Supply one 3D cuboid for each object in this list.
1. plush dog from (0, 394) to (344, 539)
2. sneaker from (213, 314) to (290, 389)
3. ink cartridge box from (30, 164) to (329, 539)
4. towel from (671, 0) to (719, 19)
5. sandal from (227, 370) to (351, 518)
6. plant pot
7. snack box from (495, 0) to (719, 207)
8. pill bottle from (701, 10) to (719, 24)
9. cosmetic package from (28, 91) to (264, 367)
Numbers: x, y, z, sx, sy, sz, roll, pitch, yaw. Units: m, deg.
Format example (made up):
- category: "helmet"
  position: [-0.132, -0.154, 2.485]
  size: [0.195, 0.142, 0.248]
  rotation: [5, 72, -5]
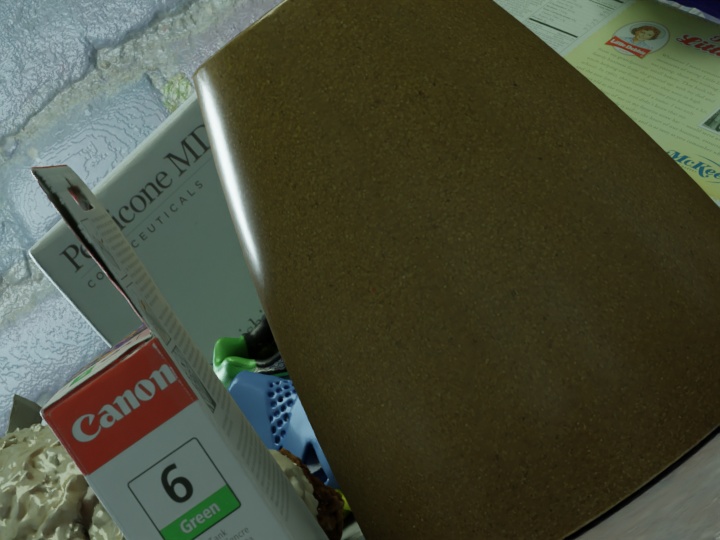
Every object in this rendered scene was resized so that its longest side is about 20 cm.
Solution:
- category: "plush dog"
  position: [-0.096, 0.115, 0.848]
  size: [0.170, 0.162, 0.200]
  rotation: [-7, 17, 26]
- category: "sneaker"
  position: [0.000, 0.000, 0.995]
  size: [0.201, 0.085, 0.078]
  rotation: [-55, 23, 13]
- category: "ink cartridge box"
  position: [-0.070, 0.058, 0.706]
  size: [0.050, 0.201, 0.109]
  rotation: [-34, 4, 0]
- category: "towel"
  position: [0.187, -0.129, 0.976]
  size: [0.144, 0.198, 0.023]
  rotation: [-93, 23, -82]
- category: "sandal"
  position: [-0.038, 0.085, 0.967]
  size: [0.199, 0.088, 0.079]
  rotation: [-32, 3, 21]
- category: "plant pot"
  position: [0.033, -0.016, 0.732]
  size: [0.186, 0.201, 0.186]
  rotation: [-34, 5, 3]
- category: "snack box"
  position: [0.125, -0.078, 0.929]
  size: [0.199, 0.037, 0.116]
  rotation: [27, 52, 35]
- category: "pill bottle"
  position: [0.280, -0.190, 1.134]
  size: [0.113, 0.114, 0.199]
  rotation: [-32, -7, 41]
- category: "cosmetic package"
  position: [-0.064, 0.003, 1.185]
  size: [0.165, 0.200, 0.165]
  rotation: [-42, 4, 2]
